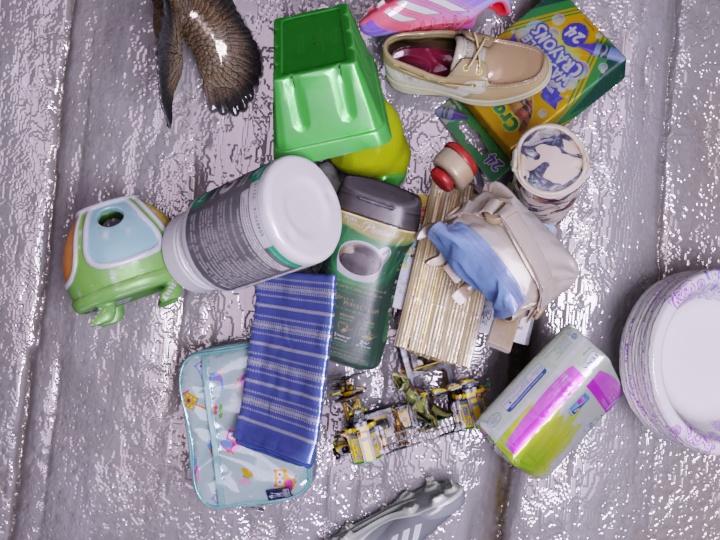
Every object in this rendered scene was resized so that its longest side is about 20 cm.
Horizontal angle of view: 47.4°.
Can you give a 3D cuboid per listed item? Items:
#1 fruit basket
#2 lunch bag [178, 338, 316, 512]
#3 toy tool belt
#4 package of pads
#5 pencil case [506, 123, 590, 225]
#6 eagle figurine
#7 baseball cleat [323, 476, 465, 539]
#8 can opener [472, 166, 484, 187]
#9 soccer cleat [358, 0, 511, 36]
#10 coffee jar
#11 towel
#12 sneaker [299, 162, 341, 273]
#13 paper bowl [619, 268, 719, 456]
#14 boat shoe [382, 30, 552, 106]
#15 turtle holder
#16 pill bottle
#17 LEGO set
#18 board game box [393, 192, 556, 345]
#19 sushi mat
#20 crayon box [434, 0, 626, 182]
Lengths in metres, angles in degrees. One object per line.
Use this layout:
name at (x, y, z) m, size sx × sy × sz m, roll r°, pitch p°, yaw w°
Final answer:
fruit basket at (-0.025, -0.177, 0.951) m, size 0.152 × 0.216 × 0.221 m, roll -11°, pitch 90°, yaw 3°
lunch bag at (-0.138, 0.187, 0.996) m, size 0.156 × 0.077 × 0.205 m, roll -8°, pitch 89°, yaw 2°
toy tool belt at (0.120, -0.024, 0.854) m, size 0.123 × 0.125 × 0.200 m, roll -43°, pitch 82°, yaw -7°
package of pads at (0.216, 0.156, 0.918) m, size 0.155 × 0.200 × 0.068 m, roll -48°, pitch 61°, yaw 3°
pencil case at (0.202, -0.099, 0.913) m, size 0.087 × 0.200 × 0.080 m, roll -9°, pitch 81°, yaw 7°
eagle figurine at (-0.213, -0.284, 0.973) m, size 0.150 × 0.151 × 0.202 m, roll -34°, pitch 78°, yaw -7°
baseball cleat at (0.051, 0.332, 1.002) m, size 0.197 × 0.070 × 0.108 m, roll -26°, pitch 96°, yaw 13°
can opener at (0.152, -0.034, 0.988) m, size 0.052 × 0.066 × 0.204 m, roll -20°, pitch 85°, yaw 4°
soccer cleat at (0.092, -0.307, 0.966) m, size 0.197 × 0.067 × 0.078 m, roll -27°, pitch 106°, yaw -16°
coffee jar at (0.000, 0.000, 0.916) m, size 0.102 × 0.085 × 0.204 m, roll 17°, pitch 100°, yaw 4°
towel at (-0.085, 0.102, 0.900) m, size 0.024 × 0.143 × 0.205 m, roll 9°, pitch 87°, yaw -40°
sneaker at (-0.048, -0.026, 0.989) m, size 0.085 × 0.076 × 0.205 m, roll -9°, pitch 90°, yaw 3°
paper bowl at (0.388, 0.102, 0.939) m, size 0.196 × 0.104 × 0.206 m, roll 1°, pitch 86°, yaw -16°
boat shoe at (0.116, -0.234, 0.930) m, size 0.195 × 0.066 × 0.076 m, roll 3°, pitch 75°, yaw 17°
turtle holder at (-0.261, -0.020, 0.968) m, size 0.182 × 0.141 × 0.135 m, roll -19°, pitch 89°, yaw 8°
pill bottle at (-0.124, -0.042, 0.891) m, size 0.197 × 0.112 × 0.116 m, roll -17°, pitch 90°, yaw 41°
LEGO set at (0.048, 0.134, 0.952) m, size 0.195 × 0.154 × 0.119 m, roll -16°, pitch 91°, yaw 0°
board game box at (0.114, -0.006, 0.951) m, size 0.196 × 0.034 × 0.138 m, roll 14°, pitch 89°, yaw 20°
sushi mat at (0.102, 0.001, 0.929) m, size 0.094 × 0.012 × 0.205 m, roll 12°, pitch 88°, yaw 20°
crayon box at (0.195, -0.218, 0.967) m, size 0.199 × 0.052 × 0.127 m, roll -39°, pitch 69°, yaw 4°
